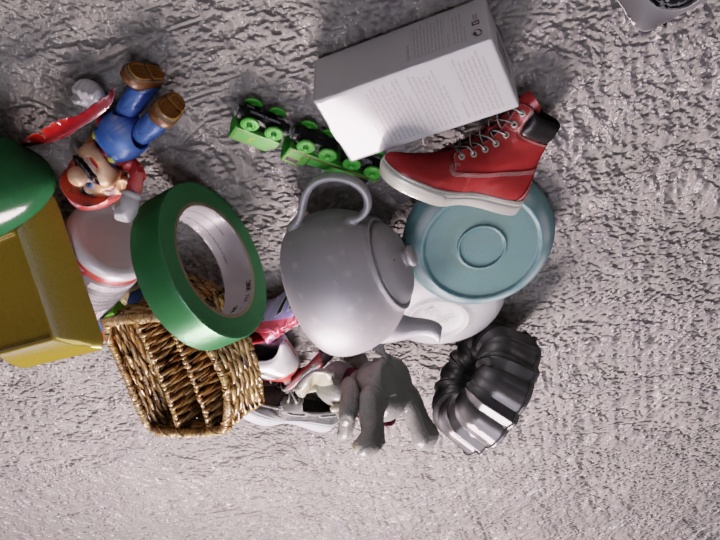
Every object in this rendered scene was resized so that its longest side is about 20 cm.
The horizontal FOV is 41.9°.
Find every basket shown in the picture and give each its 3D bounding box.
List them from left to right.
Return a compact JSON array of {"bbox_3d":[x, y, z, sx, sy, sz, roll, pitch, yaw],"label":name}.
[{"bbox_3d":[-0.230,0.129,1.261,0.142,0.148,0.202,20,132,47],"label":"basket"}]

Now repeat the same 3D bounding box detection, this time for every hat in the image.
[{"bbox_3d":[-0.354,-0.109,1.068,0.174,0.200,0.168,-11,101,-14],"label":"hat"}]

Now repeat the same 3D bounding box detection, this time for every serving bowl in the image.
[{"bbox_3d":[0.108,0.043,1.311,0.198,0.066,0.201,0,140,0],"label":"serving bowl"}]

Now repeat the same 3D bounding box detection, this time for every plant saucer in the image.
[{"bbox_3d":[-0.422,0.023,1.170,0.199,0.202,0.048,-14,-174,40],"label":"plant saucer"},{"bbox_3d":[0.153,-0.035,1.197,0.198,0.028,0.202,-2,122,-4],"label":"plant saucer"}]

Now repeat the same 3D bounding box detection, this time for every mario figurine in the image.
[{"bbox_3d":[-0.283,-0.135,1.055,0.105,0.124,0.200,15,136,-36],"label":"mario figurine"}]

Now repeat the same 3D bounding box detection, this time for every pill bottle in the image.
[{"bbox_3d":[-0.364,0.008,1.226,0.115,0.117,0.200,25,134,-28],"label":"pill bottle"}]

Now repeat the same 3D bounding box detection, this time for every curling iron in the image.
[{"bbox_3d":[-0.059,0.126,1.433,0.025,0.050,0.200,33,125,-23],"label":"curling iron"}]

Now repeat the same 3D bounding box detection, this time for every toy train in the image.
[{"bbox_3d":[-0.061,-0.145,1.104,0.198,0.042,0.056,19,147,-22],"label":"toy train"}]

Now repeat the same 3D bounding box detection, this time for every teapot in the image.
[{"bbox_3d":[0.000,0.000,1.168,0.145,0.199,0.200,-22,161,21],"label":"teapot"}]

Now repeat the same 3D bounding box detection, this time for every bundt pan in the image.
[{"bbox_3d":[0.171,0.162,1.364,0.075,0.203,0.202,30,134,-13],"label":"bundt pan"}]

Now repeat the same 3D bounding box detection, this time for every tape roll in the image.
[{"bbox_3d":[-0.193,-0.006,1.143,0.048,0.202,0.200,-22,136,26],"label":"tape roll"}]

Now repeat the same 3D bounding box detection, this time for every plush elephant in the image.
[{"bbox_3d":[-0.005,0.188,1.397,0.164,0.202,0.154,-6,169,-46],"label":"plush elephant"}]

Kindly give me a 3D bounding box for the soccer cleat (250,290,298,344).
[{"bbox_3d":[-0.107,0.063,1.323,0.198,0.077,0.067,-19,140,24],"label":"soccer cleat"}]

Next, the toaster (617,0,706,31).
[{"bbox_3d":[0.282,-0.329,0.775,0.180,0.202,0.118,-23,134,37],"label":"toaster"}]

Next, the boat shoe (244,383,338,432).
[{"bbox_3d":[-0.114,0.208,1.518,0.198,0.073,0.071,14,132,-33],"label":"boat shoe"}]

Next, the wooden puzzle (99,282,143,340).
[{"bbox_3d":[-0.302,0.080,1.369,0.184,0.047,0.200,-20,137,22],"label":"wooden puzzle"}]

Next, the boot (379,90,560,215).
[{"bbox_3d":[0.125,-0.144,1.054,0.198,0.073,0.145,4,126,-29],"label":"boot"}]

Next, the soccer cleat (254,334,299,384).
[{"bbox_3d":[-0.192,0.140,1.433,0.198,0.069,0.086,-8,129,7],"label":"soccer cleat"}]

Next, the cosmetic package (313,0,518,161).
[{"bbox_3d":[0.059,-0.201,1.009,0.198,0.072,0.102,-16,139,18],"label":"cosmetic package"}]
